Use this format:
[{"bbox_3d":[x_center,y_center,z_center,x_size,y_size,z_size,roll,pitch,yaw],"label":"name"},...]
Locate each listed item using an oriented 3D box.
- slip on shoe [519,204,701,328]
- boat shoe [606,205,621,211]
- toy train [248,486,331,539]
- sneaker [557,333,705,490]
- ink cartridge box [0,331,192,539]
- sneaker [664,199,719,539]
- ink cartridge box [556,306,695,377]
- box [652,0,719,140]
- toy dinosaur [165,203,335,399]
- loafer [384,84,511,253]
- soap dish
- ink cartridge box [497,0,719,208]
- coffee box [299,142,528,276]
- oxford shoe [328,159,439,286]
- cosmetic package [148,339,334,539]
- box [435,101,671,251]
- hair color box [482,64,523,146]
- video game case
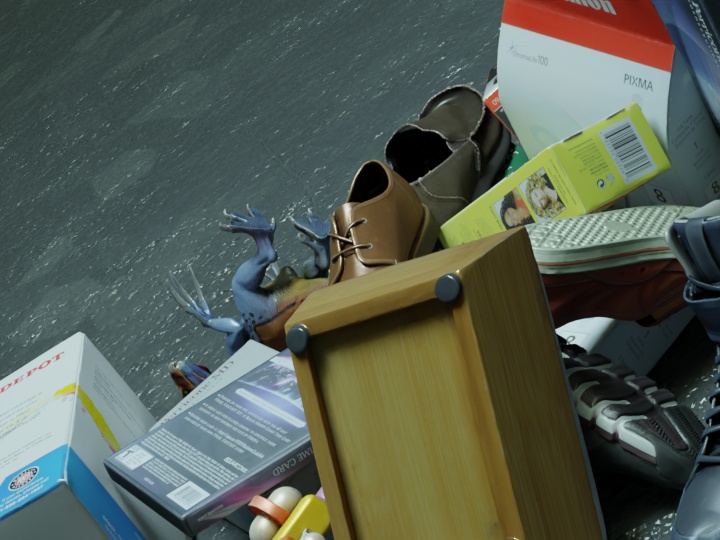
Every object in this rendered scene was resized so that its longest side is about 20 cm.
[{"bbox_3d":[0.175,0.000,1.407,0.199,0.062,0.074,-6,22,-25],"label":"slip on shoe"},{"bbox_3d":[0.226,-0.126,1.643,0.200,0.066,0.073,-42,24,-14],"label":"boat shoe"},{"bbox_3d":[-0.074,0.188,1.368,0.150,0.055,0.200,-53,0,-42],"label":"toy train"},{"bbox_3d":[0.112,0.105,1.375,0.075,0.116,0.200,-2,26,-47],"label":"sneaker"},{"bbox_3d":[-0.207,0.171,1.571,0.147,0.145,0.200,-30,24,13],"label":"ink cartridge box"},{"bbox_3d":[0.196,0.050,1.254,0.077,0.147,0.203,-4,39,47],"label":"sneaker"},{"bbox_3d":[0.149,0.012,1.512,0.200,0.057,0.162,-51,27,-22],"label":"ink cartridge box"},{"bbox_3d":[0.260,-0.142,1.449,0.123,0.201,0.199,-31,23,0],"label":"box"},{"bbox_3d":[-0.076,0.042,1.661,0.104,0.183,0.200,-4,34,-24],"label":"toy dinosaur"},{"bbox_3d":[0.058,-0.083,1.670,0.073,0.071,0.200,-25,26,21],"label":"loafer"},{"bbox_3d":[0.044,0.092,1.320,0.157,0.202,0.081,-17,-6,36],"label":"soap dish"},{"bbox_3d":[0.142,-0.121,1.494,0.047,0.200,0.160,-46,39,-17],"label":"ink cartridge box"},{"bbox_3d":[0.048,-0.016,1.706,0.200,0.044,0.123,-39,24,-6],"label":"coffee box"},{"bbox_3d":[0.000,0.000,1.500,0.071,0.071,0.201,-23,28,20],"label":"oxford shoe"},{"bbox_3d":[-0.050,0.119,1.551,0.101,0.071,0.200,-42,24,-15],"label":"cosmetic package"},{"bbox_3d":[0.118,-0.044,1.510,0.075,0.050,0.200,-27,-5,-26],"label":"box"},{"bbox_3d":[0.146,-0.145,1.711,0.101,0.061,0.200,-41,5,10],"label":"hair color box"},{"bbox_3d":[-0.051,0.090,1.472,0.199,0.019,0.143,-30,21,-18],"label":"video game case"}]
